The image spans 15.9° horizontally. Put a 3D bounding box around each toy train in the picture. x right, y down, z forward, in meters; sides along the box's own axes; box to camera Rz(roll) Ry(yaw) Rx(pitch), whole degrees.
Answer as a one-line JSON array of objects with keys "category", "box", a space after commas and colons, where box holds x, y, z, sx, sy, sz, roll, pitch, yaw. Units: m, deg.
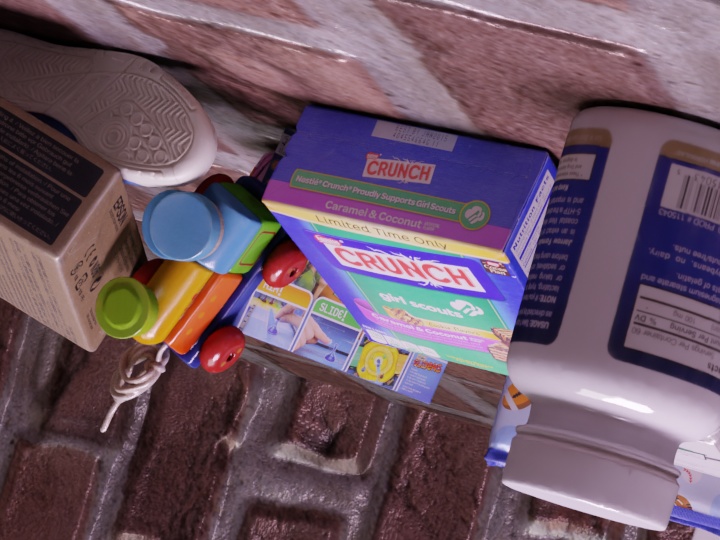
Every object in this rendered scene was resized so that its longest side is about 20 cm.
[{"category": "toy train", "box": [-0.130, 0.030, 1.618, 0.085, 0.200, 0.116, 42, -166, 19]}]

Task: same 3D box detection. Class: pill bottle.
[{"category": "pill bottle", "box": [0.142, 0.027, 1.342, 0.119, 0.201, 0.120, 16, 174, 2]}]

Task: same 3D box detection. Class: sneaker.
[{"category": "sneaker", "box": [-0.158, -0.090, 1.630, 0.199, 0.077, 0.111, 18, 169, 28]}]

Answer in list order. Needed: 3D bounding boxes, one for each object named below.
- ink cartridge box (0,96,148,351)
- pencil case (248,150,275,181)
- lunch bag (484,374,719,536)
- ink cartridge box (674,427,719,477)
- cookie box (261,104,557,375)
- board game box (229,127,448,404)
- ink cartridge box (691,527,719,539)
[{"category": "ink cartridge box", "box": [-0.225, -0.043, 1.616, 0.164, 0.075, 0.200, 32, 166, 9]}, {"category": "pencil case", "box": [0.003, -0.016, 1.815, 0.199, 0.088, 0.087, 25, 169, -39]}, {"category": "lunch bag", "box": [0.203, 0.086, 1.811, 0.199, 0.171, 0.124, 15, 176, 6]}, {"category": "ink cartridge box", "box": [0.201, 0.035, 1.512, 0.084, 0.147, 0.200, 16, 173, 16]}, {"category": "cookie box", "box": [0.056, -0.011, 1.605, 0.170, 0.076, 0.200, 13, 158, 28]}, {"category": "board game box", "box": [0.000, 0.000, 1.738, 0.199, 0.136, 0.034, 24, -178, -43]}, {"category": "ink cartridge box", "box": [0.340, 0.174, 2.079, 0.084, 0.201, 0.146, 16, 173, 24]}]
